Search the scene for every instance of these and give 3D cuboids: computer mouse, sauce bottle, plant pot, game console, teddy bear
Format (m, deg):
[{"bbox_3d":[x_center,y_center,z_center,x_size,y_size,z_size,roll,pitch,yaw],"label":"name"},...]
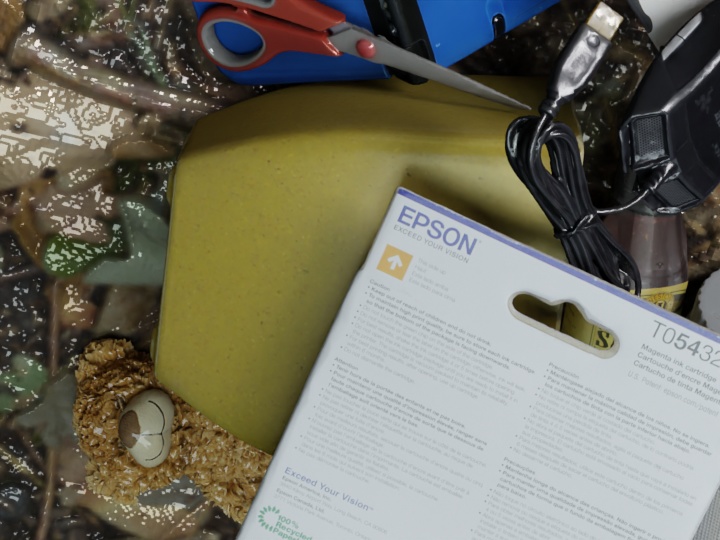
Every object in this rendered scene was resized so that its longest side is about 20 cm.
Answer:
[{"bbox_3d":[0.139,-0.089,1.362,0.200,0.046,0.140,-49,133,-15],"label":"computer mouse"},{"bbox_3d":[0.143,0.012,1.576,0.066,0.066,0.200,3,121,-5],"label":"sauce bottle"},{"bbox_3d":[0.000,0.000,1.475,0.200,0.196,0.195,7,104,0],"label":"plant pot"},{"bbox_3d":[-0.004,-0.204,1.472,0.171,0.118,0.200,-31,122,-21],"label":"game console"},{"bbox_3d":[-0.059,0.081,1.603,0.200,0.067,0.145,13,116,-11],"label":"teddy bear"}]

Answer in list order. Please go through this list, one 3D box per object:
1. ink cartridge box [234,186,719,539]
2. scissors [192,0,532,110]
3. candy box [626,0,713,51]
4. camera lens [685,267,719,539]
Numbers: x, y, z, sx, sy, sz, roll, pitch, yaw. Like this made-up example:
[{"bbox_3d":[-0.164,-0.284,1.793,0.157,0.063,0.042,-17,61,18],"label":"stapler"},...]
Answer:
[{"bbox_3d":[0.067,0.085,1.374,0.196,0.043,0.200,25,103,2],"label":"ink cartridge box"},{"bbox_3d":[-0.008,-0.121,1.453,0.200,0.014,0.073,12,129,29],"label":"scissors"},{"bbox_3d":[0.219,-0.156,1.438,0.168,0.072,0.200,-30,117,14],"label":"candy box"},{"bbox_3d":[0.238,0.111,1.583,0.160,0.160,0.200,4,119,-5],"label":"camera lens"}]
